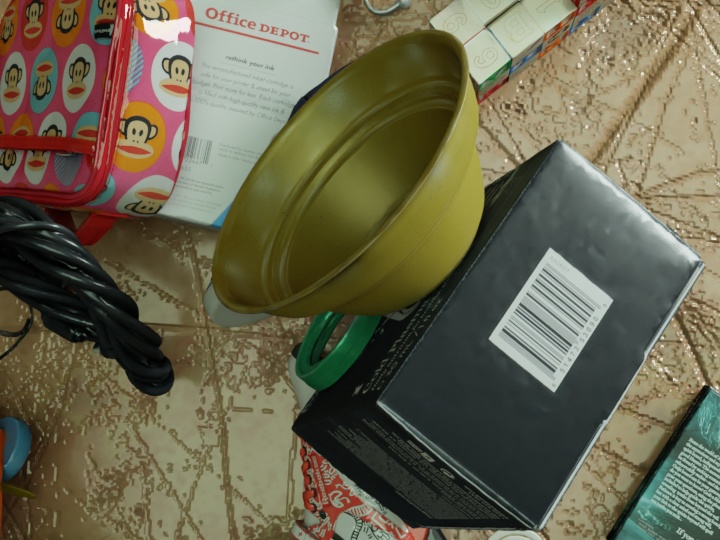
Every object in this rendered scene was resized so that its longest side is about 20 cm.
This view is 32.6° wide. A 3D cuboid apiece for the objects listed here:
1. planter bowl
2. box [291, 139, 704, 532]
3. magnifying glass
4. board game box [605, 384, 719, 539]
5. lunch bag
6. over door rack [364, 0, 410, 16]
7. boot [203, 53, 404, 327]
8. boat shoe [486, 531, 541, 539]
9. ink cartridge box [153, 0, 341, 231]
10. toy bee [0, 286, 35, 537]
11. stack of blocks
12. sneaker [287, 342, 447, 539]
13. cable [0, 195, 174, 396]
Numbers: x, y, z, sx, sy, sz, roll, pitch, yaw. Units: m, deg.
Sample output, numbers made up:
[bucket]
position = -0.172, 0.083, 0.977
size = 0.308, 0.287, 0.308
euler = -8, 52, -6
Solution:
[planter bowl]
position = 0.011, -0.037, 0.716
size = 0.083, 0.200, 0.201
euler = 39, 91, -28
[box]
position = 0.079, 0.051, 0.779
size = 0.124, 0.197, 0.200
euler = 38, 70, -5
[magnifying glass]
position = 0.000, 0.000, 0.843
size = 0.022, 0.201, 0.080
euler = 36, 133, -14
[board game box]
position = 0.295, 0.192, 0.872
size = 0.199, 0.028, 0.136
euler = 34, 90, 6
[lunch bag]
position = -0.193, -0.106, 0.854
size = 0.082, 0.199, 0.177
euler = 7, 90, -39
[over door rack]
position = 0.023, -0.294, 0.860
size = 0.066, 0.148, 0.202
euler = 1, 88, 7
[boot]
position = -0.039, -0.053, 0.838
size = 0.200, 0.073, 0.091
euler = -39, 59, 8
[boat shoe]
position = 0.099, 0.278, 0.867
size = 0.074, 0.062, 0.202
euler = 1, 89, 3
[ink cartridge box]
position = -0.086, -0.128, 0.890
size = 0.115, 0.067, 0.201
euler = 13, 88, -9
[toy bee]
position = -0.289, 0.129, 0.894
size = 0.108, 0.201, 0.131
euler = -27, 118, 31
[stack of blocks]
position = 0.144, -0.208, 0.862
size = 0.200, 0.115, 0.059
euler = -38, 85, 2
[sneaker]
position = -0.024, 0.160, 0.881
size = 0.108, 0.067, 0.202
euler = -33, 87, 0
[cable]
position = -0.199, 0.020, 0.838
size = 0.163, 0.200, 0.051
euler = 39, 73, 15
